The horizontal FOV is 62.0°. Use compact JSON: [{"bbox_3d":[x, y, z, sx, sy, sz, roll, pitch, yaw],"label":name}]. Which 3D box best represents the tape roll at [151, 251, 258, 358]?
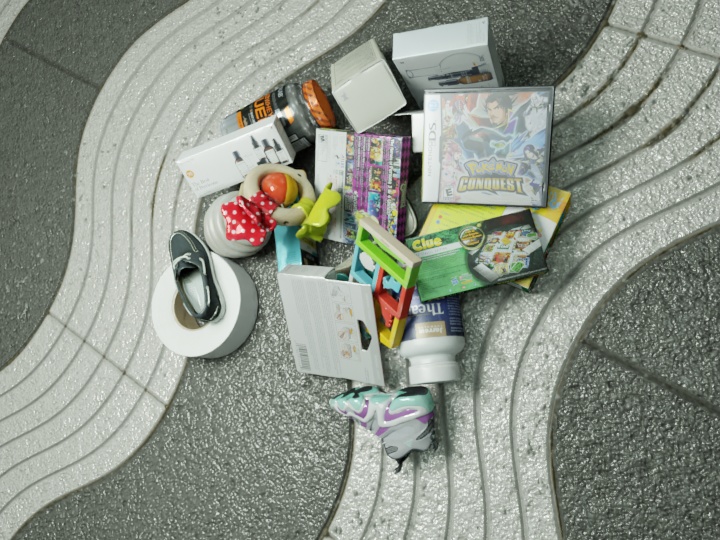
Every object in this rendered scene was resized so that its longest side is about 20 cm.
[{"bbox_3d":[-0.302,0.068,1.164,0.202,0.071,0.203,-4,78,20],"label":"tape roll"}]

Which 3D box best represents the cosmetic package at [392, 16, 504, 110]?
[{"bbox_3d":[0.153,-0.334,1.004,0.150,0.200,0.052,0,79,21],"label":"cosmetic package"}]

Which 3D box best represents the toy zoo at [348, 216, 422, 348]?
[{"bbox_3d":[0.028,0.032,0.951,0.131,0.020,0.201,42,136,37],"label":"toy zoo"}]

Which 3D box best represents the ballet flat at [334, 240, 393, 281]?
[{"bbox_3d":[0.000,0.000,1.052,0.067,0.062,0.200,45,139,-13],"label":"ballet flat"}]

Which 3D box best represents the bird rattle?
[{"bbox_3d":[-0.143,-0.115,1.034,0.199,0.113,0.163,-4,55,-20],"label":"bird rattle"}]

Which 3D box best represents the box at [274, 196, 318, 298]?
[{"bbox_3d":[-0.118,-0.044,1.111,0.049,0.082,0.201,-12,76,17],"label":"box"}]

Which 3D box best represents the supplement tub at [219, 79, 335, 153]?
[{"bbox_3d":[-0.156,-0.277,1.150,0.199,0.122,0.123,-23,72,14],"label":"supplement tub"}]

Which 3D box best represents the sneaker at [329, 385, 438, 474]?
[{"bbox_3d":[0.038,0.269,0.997,0.199,0.078,0.140,-8,96,40],"label":"sneaker"}]

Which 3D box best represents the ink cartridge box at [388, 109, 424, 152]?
[{"bbox_3d":[0.159,-0.242,1.023,0.199,0.116,0.068,3,108,21],"label":"ink cartridge box"}]

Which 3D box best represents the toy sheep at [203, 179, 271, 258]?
[{"bbox_3d":[-0.227,-0.091,1.132,0.200,0.137,0.138,-24,68,53],"label":"toy sheep"}]

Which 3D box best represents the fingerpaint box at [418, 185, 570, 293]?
[{"bbox_3d":[0.221,-0.079,0.997,0.199,0.073,0.167,24,89,21],"label":"fingerpaint box"}]

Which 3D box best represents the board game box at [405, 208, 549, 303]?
[{"bbox_3d":[0.178,-0.022,0.930,0.199,0.023,0.105,-13,78,5],"label":"board game box"}]

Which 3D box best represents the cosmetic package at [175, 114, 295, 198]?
[{"bbox_3d":[-0.227,-0.206,1.095,0.199,0.083,0.051,-19,29,13],"label":"cosmetic package"}]

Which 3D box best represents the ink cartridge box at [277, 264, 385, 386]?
[{"bbox_3d":[-0.042,0.092,1.013,0.176,0.045,0.201,5,119,25],"label":"ink cartridge box"}]

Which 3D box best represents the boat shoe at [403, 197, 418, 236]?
[{"bbox_3d":[0.040,-0.141,1.090,0.200,0.057,0.067,46,115,18],"label":"boat shoe"}]

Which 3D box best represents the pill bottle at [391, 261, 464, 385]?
[{"bbox_3d":[0.111,0.083,0.985,0.111,0.111,0.201,-10,76,18],"label":"pill bottle"}]

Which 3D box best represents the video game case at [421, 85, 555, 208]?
[{"bbox_3d":[0.195,-0.193,0.940,0.199,0.025,0.182,5,103,20],"label":"video game case"}]

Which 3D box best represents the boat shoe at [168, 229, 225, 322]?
[{"bbox_3d":[-0.312,0.003,1.110,0.076,0.060,0.200,-37,70,10],"label":"boat shoe"}]

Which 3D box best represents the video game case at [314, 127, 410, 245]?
[{"bbox_3d":[-0.002,-0.143,1.056,0.181,0.036,0.201,13,110,32],"label":"video game case"}]

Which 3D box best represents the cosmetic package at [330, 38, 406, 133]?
[{"bbox_3d":[0.010,-0.330,1.058,0.103,0.087,0.200,-28,28,14],"label":"cosmetic package"}]
